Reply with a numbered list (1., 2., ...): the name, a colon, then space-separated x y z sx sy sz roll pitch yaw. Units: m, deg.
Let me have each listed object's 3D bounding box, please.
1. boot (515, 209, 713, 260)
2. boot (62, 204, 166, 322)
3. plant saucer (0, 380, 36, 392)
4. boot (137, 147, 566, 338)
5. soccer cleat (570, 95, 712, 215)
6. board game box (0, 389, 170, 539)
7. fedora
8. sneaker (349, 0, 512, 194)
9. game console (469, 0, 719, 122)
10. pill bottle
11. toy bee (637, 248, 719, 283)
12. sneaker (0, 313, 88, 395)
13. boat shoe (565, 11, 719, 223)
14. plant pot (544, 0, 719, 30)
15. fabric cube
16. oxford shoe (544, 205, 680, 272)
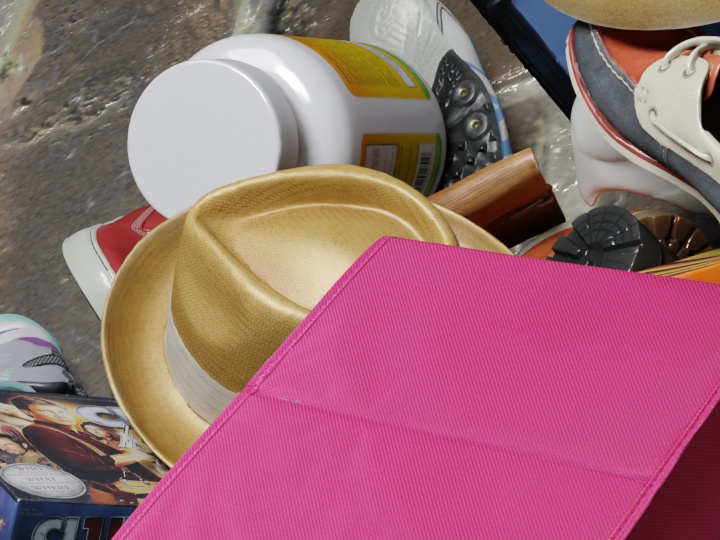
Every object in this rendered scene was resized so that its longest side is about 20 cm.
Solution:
1. boot: 0.072 0.042 1.259 0.200 0.075 0.107 -36 16 -7
2. boot: -0.083 -0.020 1.457 0.144 0.073 0.200 -26 10 6
3. plant saucer: -0.212 0.142 1.255 0.200 0.036 0.200 -35 27 21
4. boot: 0.000 0.000 1.261 0.200 0.188 0.069 -25 72 10
5. soccer cleat: 0.199 -0.062 1.260 0.199 0.078 0.069 3 37 -2
6. board game box: -0.089 0.094 1.156 0.135 0.200 0.035 32 112 54
7. fedora: -0.016 0.011 1.131 0.200 0.082 0.201 -1 49 1
8. sneaker: 0.050 -0.091 1.485 0.072 0.072 0.200 -41 40 17
9. game console: 0.169 -0.120 1.276 0.172 0.200 0.119 -37 42 8
10. pill bottle: -0.039 -0.065 1.345 0.111 0.111 0.200 -19 -5 21
11. toy bee: 0.188 0.009 1.159 0.109 0.199 0.131 173 105 -65
12. sneaker: -0.239 0.106 1.437 0.200 0.078 0.140 -37 28 -8
13. boat shoe: 0.153 -0.061 1.092 0.071 0.063 0.200 -21 51 -19
14. plant pot: 0.159 -0.180 1.150 0.199 0.028 0.200 -17 38 14
15. fabric cube: 0.063 0.126 0.973 0.199 0.197 0.200 8 46 43
16. oxford shoe: 0.092 0.077 1.174 0.200 0.084 0.073 -56 38 -3
